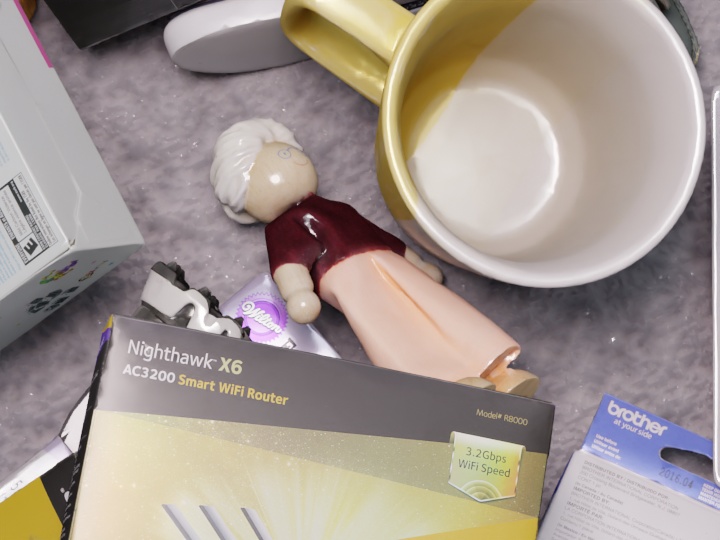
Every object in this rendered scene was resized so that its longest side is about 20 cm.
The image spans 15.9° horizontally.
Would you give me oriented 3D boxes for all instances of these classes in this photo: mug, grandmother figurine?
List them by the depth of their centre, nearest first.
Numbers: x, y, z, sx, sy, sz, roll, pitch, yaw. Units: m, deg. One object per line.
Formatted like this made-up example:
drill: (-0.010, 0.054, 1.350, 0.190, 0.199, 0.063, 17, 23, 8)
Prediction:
mug: (0.064, -0.078, 1.231, 0.149, 0.153, 0.187, -25, 89, -10)
grandmother figurine: (0.000, 0.000, 1.251, 0.200, 0.121, 0.061, 46, 107, 22)

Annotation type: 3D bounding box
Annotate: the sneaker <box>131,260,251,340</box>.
sneaker: (-0.043, 0.088, 1.203, 0.200, 0.066, 0.091, 38, 86, 10)

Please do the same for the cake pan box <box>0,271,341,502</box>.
cake pan box: (-0.057, 0.126, 1.250, 0.184, 0.052, 0.200, -37, 79, -10)

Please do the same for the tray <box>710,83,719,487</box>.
tray: (0.222, 0.006, 1.238, 0.107, 0.022, 0.200, -3, 82, 25)

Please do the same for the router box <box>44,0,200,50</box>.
router box: (-0.089, -0.203, 1.223, 0.200, 0.149, 0.051, -18, 34, 25)

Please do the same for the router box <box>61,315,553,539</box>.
router box: (-0.027, 0.117, 1.113, 0.200, 0.052, 0.157, 11, 75, -9)

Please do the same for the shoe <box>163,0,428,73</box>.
shoe: (-0.011, -0.167, 1.308, 0.200, 0.071, 0.091, -16, 76, -9)

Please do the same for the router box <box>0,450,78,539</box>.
router box: (-0.122, 0.198, 1.185, 0.157, 0.052, 0.200, -35, 82, 28)

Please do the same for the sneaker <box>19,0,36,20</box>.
sneaker: (-0.210, -0.125, 1.295, 0.088, 0.075, 0.200, -4, 74, 6)

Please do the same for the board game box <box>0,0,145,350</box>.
board game box: (-0.218, -0.024, 1.226, 0.200, 0.064, 0.148, -34, 77, 28)

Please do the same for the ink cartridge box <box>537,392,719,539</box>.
ink cartridge box: (0.129, 0.171, 1.233, 0.119, 0.042, 0.200, 24, 70, 5)

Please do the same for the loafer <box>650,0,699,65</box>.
loafer: (0.103, -0.163, 1.263, 0.200, 0.063, 0.072, 43, 56, -20)
